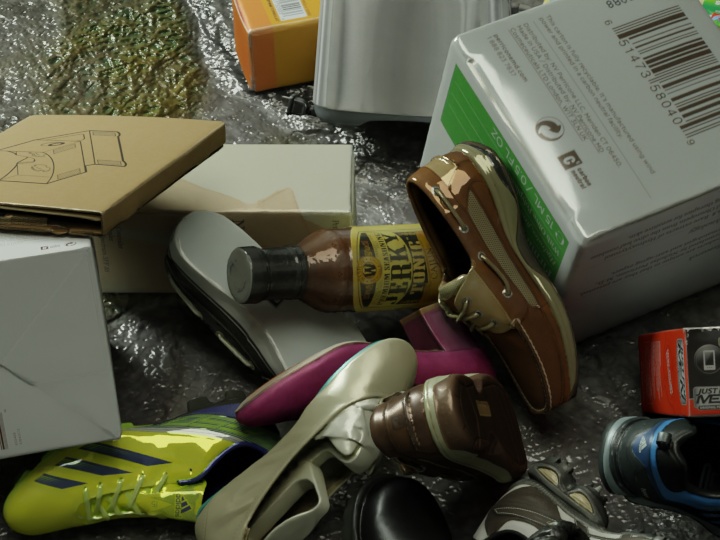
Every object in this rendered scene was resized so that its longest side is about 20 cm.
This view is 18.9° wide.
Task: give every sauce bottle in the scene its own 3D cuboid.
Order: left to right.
[{"bbox_3d":[0.000,0.000,1.570,0.199,0.065,0.065,-5,42,-30],"label":"sauce bottle"}]

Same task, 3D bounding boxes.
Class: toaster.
[{"bbox_3d":[0.038,-0.187,1.760,0.199,0.130,0.114,4,16,5],"label":"toaster"}]

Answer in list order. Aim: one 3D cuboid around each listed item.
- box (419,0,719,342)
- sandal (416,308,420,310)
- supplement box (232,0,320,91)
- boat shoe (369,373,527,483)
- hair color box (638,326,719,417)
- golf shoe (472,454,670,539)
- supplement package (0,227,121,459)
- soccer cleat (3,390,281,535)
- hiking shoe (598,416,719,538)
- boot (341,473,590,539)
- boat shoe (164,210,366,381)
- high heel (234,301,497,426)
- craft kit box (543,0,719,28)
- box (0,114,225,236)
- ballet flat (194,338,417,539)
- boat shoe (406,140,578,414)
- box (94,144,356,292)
[{"bbox_3d":[0.181,-0.084,1.616,0.200,0.171,0.199,-22,64,-19],"label":"box"},{"bbox_3d":[0.083,-0.046,1.698,0.076,0.043,0.200,5,46,6],"label":"sandal"},{"bbox_3d":[-0.006,-0.213,1.850,0.199,0.067,0.069,-10,43,-10],"label":"supplement box"},{"bbox_3d":[0.056,0.108,1.462,0.075,0.202,0.075,-17,72,14],"label":"boat shoe"},{"bbox_3d":[0.254,0.068,1.482,0.101,0.200,0.061,-2,86,0],"label":"hair color box"},{"bbox_3d":[0.159,0.208,1.430,0.094,0.078,0.200,-34,43,-24],"label":"golf shoe"},{"bbox_3d":[-0.275,0.030,1.511,0.191,0.148,0.200,-8,21,-7],"label":"supplement package"},{"bbox_3d":[-0.147,0.146,1.499,0.200,0.065,0.084,-18,53,-16],"label":"soccer cleat"},{"bbox_3d":[0.257,0.144,1.438,0.199,0.087,0.075,12,79,-26],"label":"hiking shoe"},{"bbox_3d":[0.075,0.190,1.382,0.079,0.158,0.212,21,41,-37],"label":"boot"},{"bbox_3d":[-0.065,0.041,1.594,0.200,0.064,0.071,46,58,9],"label":"boat shoe"},{"bbox_3d":[0.009,0.095,1.529,0.200,0.067,0.096,-22,84,-35],"label":"high heel"},{"bbox_3d":[0.259,-0.220,1.869,0.199,0.049,0.198,14,50,14],"label":"craft kit box"},{"bbox_3d":[-0.208,-0.071,1.523,0.163,0.021,0.200,5,23,20],"label":"box"},{"bbox_3d":[-0.025,0.133,1.469,0.200,0.069,0.069,-45,55,0],"label":"ballet flat"},{"bbox_3d":[0.088,0.010,1.546,0.074,0.076,0.201,-21,86,-25],"label":"boat shoe"},{"bbox_3d":[-0.103,-0.040,1.661,0.199,0.095,0.078,-1,46,2],"label":"box"}]
